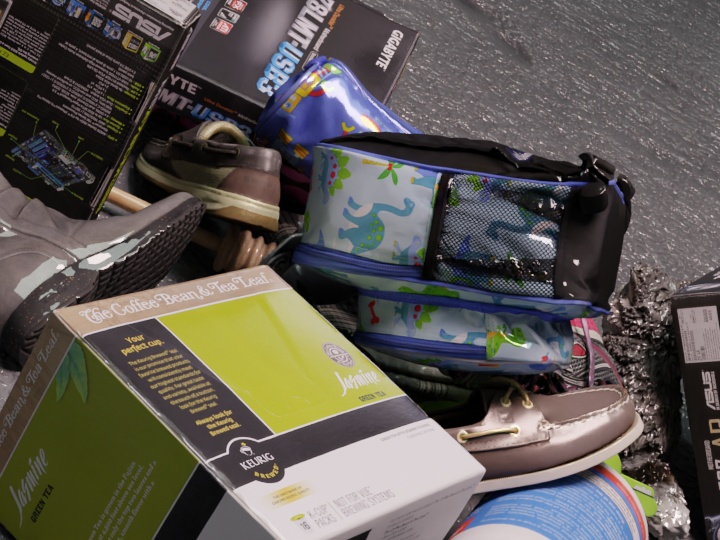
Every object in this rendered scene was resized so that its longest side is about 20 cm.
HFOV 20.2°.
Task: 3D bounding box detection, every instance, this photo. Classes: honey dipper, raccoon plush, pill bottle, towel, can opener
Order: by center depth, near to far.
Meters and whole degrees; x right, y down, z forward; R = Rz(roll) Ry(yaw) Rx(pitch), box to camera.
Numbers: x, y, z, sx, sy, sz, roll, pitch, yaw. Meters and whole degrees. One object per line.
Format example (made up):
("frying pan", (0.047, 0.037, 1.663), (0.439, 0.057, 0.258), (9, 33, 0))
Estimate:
("pill bottle", (0.100, 0.193, 1.224), (0.112, 0.113, 0.200), (35, 25, 9))
("can opener", (0.000, 0.000, 1.448), (0.199, 0.053, 0.067), (-3, 48, -53))
("honey dipper", (-0.148, -0.041, 1.458), (0.199, 0.038, 0.038), (26, 26, -5))
("raccoon plush", (0.234, 0.091, 1.520), (0.096, 0.134, 0.200), (9, 34, -40))
("towel", (0.036, 0.028, 1.523), (0.199, 0.035, 0.193), (16, 26, -30))

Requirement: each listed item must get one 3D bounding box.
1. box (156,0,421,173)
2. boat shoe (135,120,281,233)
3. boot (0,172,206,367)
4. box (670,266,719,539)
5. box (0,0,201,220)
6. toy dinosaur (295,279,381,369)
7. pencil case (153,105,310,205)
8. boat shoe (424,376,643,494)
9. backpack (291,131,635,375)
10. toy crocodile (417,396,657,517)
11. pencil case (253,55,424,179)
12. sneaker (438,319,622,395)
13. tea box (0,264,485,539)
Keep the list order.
("box", (-0.070, -0.167, 1.561), (0.197, 0.050, 0.200), (25, 38, 1))
("boat shoe", (-0.103, -0.075, 1.464), (0.073, 0.065, 0.200), (20, 4, -32))
("boot", (-0.200, -0.031, 1.309), (0.131, 0.070, 0.200), (38, 38, 14))
("box", (0.296, 0.099, 1.531), (0.043, 0.202, 0.160), (-6, 9, 30))
("box", (-0.235, -0.140, 1.355), (0.199, 0.194, 0.048), (30, 27, -1))
("toy dinosaur", (-0.023, 0.068, 1.336), (0.199, 0.103, 0.136), (12, -5, 27))
("pencil case", (-0.083, -0.116, 1.601), (0.199, 0.091, 0.094), (31, 26, 5))
("boat shoe", (0.078, 0.102, 1.252), (0.198, 0.060, 0.072), (-15, 13, -6))
("backpack", (0.059, -0.012, 1.278), (0.198, 0.148, 0.183), (12, 1, 12))
("toy crocodile", (0.120, 0.135, 1.411), (0.199, 0.062, 0.067), (26, -10, -23))
("pencil case", (0.022, -0.070, 1.426), (0.200, 0.087, 0.078), (39, 19, -3))
("sneaker", (0.129, 0.066, 1.431), (0.199, 0.081, 0.075), (9, 44, -53))
("tea box", (-0.075, 0.116, 1.145), (0.197, 0.134, 0.199), (43, 28, 22))
